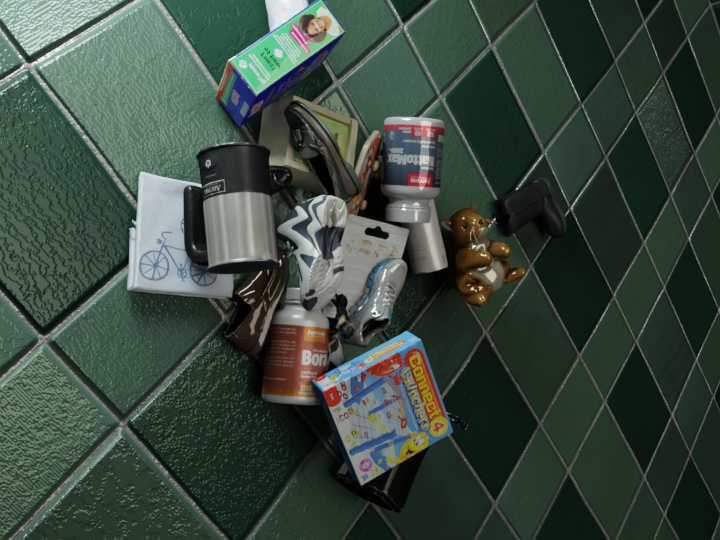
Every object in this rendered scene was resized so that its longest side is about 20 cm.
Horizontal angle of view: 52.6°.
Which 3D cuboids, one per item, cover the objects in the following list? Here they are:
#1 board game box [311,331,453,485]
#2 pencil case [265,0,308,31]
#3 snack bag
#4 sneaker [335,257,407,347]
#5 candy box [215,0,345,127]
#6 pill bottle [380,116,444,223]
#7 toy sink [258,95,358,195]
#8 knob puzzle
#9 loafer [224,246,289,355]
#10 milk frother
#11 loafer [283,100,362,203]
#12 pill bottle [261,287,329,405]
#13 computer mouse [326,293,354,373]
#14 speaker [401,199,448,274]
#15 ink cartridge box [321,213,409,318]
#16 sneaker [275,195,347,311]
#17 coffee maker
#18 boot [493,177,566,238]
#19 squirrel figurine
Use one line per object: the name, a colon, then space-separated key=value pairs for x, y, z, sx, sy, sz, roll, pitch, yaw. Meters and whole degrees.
board game box: x=0.042 y=0.240 z=1.278 sx=0.196 sy=0.056 sz=0.200 roll=-26 pitch=109 yaw=-16
pencil case: x=-0.138 y=-0.526 z=1.334 sx=0.083 sy=0.091 sz=0.200 roll=-15 pitch=96 yaw=-40
snack bag: x=-0.295 y=-0.057 z=1.212 sx=0.188 sy=0.021 sz=0.200 roll=6 pitch=80 yaw=-41
sneaker: x=0.041 y=0.067 z=1.385 sx=0.075 sy=0.087 sz=0.200 roll=42 pitch=75 yaw=-36
candy box: x=-0.140 y=-0.349 z=1.237 sx=0.200 sy=0.169 sz=0.077 roll=-43 pitch=98 yaw=-19
pill bottle: x=0.100 y=-0.196 z=1.431 sx=0.120 sy=0.120 sz=0.200 roll=-3 pitch=99 yaw=-41
toy sink: x=-0.078 y=-0.223 z=1.351 sx=0.200 sy=0.112 sz=0.130 roll=15 pitch=78 yaw=-40
knob puzzle: x=0.013 y=-0.178 z=1.391 sx=0.030 sy=0.220 sz=0.220 roll=21 pitch=68 yaw=6
loafer: x=-0.182 y=0.045 z=1.268 sx=0.071 sy=0.073 sz=0.200 roll=27 pitch=68 yaw=-34
milk frother: x=-0.175 y=-0.090 z=1.191 sx=0.200 sy=0.180 sz=0.188 roll=0 pitch=81 yaw=-36
loafer: x=-0.071 y=-0.195 z=1.246 sx=0.063 sy=0.072 sz=0.200 roll=-47 pitch=115 yaw=-22
pill bottle: x=-0.113 y=0.135 z=1.297 sx=0.112 sy=0.112 sz=0.200 roll=10 pitch=81 yaw=-40
computer mouse: x=-0.046 y=0.151 z=1.339 sx=0.044 sy=0.110 sz=0.200 roll=6 pitch=116 yaw=-18
speaker: x=0.126 y=-0.097 z=1.541 sx=0.081 sy=0.081 sz=0.200 roll=-19 pitch=99 yaw=-40
ink cartridge box: x=0.000 y=0.000 z=1.417 sx=0.162 sy=0.057 sz=0.200 roll=11 pitch=91 yaw=-39
sneaker: x=-0.097 y=-0.033 z=1.273 sx=0.079 sy=0.130 sz=0.199 roll=1 pitch=95 yaw=-43
coffee maker: x=0.071 y=0.345 z=1.391 sx=0.135 sy=0.192 sz=0.200 roll=42 pitch=61 yaw=-27
boot: x=0.421 y=-0.128 z=1.811 sx=0.200 sy=0.066 sz=0.165 roll=-29 pitch=98 yaw=-42
squirrel figurine: x=0.231 y=-0.043 z=1.569 sx=0.141 sy=0.200 sz=0.187 roll=-31 pitch=105 yaw=-18
